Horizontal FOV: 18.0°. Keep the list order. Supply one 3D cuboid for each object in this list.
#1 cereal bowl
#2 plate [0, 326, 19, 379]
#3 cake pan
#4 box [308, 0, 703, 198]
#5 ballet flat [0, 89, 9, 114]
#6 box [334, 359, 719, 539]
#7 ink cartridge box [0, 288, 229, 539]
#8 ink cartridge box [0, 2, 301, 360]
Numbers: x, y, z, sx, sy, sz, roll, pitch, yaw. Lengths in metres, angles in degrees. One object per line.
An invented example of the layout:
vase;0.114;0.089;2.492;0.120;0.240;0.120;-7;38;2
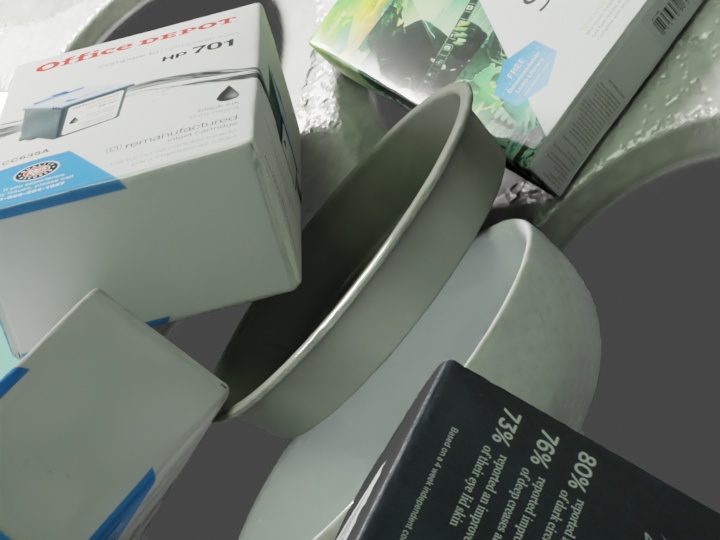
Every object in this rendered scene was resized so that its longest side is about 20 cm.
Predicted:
cereal bowl;0.037;0.079;0.983;0.200;0.083;0.200;-49;9;11
plate;-0.226;0.053;1.224;0.198;0.026;0.202;-1;83;12
cake pan;0.000;0.000;1.072;0.201;0.037;0.200;-49;11;13
box;0.075;-0.136;1.165;0.145;0.036;0.200;-53;41;-3
ballet flat;-0.220;-0.085;1.363;0.199;0.067;0.067;8;67;44
box;0.074;0.151;0.800;0.105;0.199;0.148;-60;-1;39
ink cartridge box;-0.159;0.128;1.044;0.146;0.084;0.200;-50;-5;-48
ink cartridge box;-0.108;-0.050;1.147;0.145;0.086;0.200;-14;26;5
